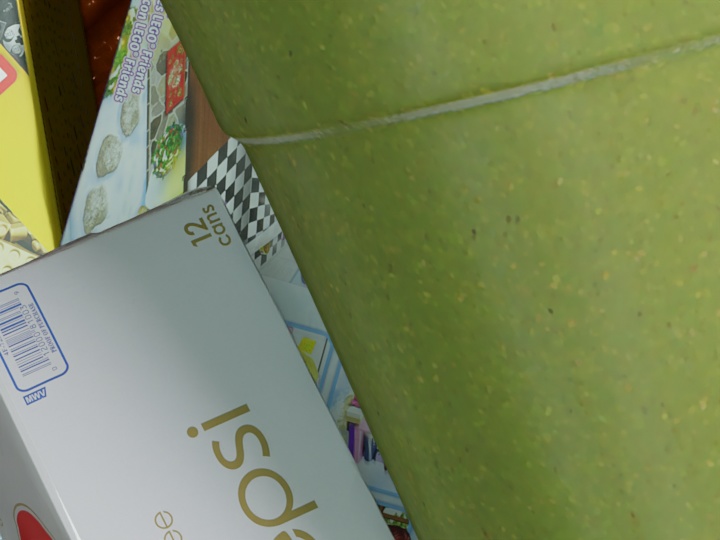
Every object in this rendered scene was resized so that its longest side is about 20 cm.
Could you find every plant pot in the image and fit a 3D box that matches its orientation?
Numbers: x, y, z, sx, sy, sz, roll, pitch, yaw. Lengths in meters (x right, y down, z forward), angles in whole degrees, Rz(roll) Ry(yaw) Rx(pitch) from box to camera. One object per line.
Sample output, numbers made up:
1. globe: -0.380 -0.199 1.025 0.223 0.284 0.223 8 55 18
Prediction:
1. plant pot: 0.067 -0.003 0.607 0.199 0.200 0.191 -14 98 7

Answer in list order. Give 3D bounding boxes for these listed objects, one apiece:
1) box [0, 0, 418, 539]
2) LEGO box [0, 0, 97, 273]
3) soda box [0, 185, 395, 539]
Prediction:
1. box: 0.000 0.000 0.707 0.136 0.039 0.201 16 85 5
2. LEGO box: -0.142 0.003 0.803 0.148 0.077 0.201 -10 89 7
3. soda box: -0.020 0.089 0.630 0.064 0.068 0.200 -23 78 -19
